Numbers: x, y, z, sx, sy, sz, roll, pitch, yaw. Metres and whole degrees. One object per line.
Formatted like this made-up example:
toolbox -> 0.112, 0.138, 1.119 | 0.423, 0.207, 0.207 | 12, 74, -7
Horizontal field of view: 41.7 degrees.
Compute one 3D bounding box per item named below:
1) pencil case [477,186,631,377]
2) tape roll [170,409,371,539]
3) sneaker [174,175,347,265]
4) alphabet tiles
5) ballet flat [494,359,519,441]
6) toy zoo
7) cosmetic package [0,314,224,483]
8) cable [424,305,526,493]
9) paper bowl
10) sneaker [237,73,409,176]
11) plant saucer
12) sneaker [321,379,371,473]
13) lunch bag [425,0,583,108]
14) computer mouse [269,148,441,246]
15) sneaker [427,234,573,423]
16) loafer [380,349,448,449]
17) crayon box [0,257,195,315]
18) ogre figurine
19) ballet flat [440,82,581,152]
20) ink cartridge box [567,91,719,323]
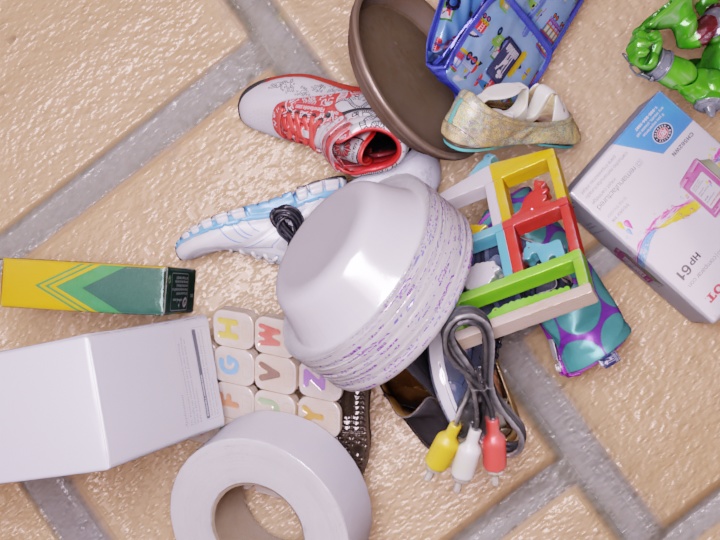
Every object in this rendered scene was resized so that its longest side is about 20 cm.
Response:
pencil case -> 0.196, 0.015, 0.986 | 0.092, 0.085, 0.201 | -34, 86, -13
tape roll -> -0.090, 0.249, 0.963 | 0.201, 0.071, 0.204 | 6, 107, 19
sneaker -> -0.099, -0.033, 1.010 | 0.198, 0.075, 0.087 | -17, 93, 2
alphabet tiles -> -0.109, 0.140, 0.987 | 0.194, 0.015, 0.202 | 9, 108, 22
ballet flat -> 0.119, 0.092, 0.998 | 0.068, 0.063, 0.201 | -27, 87, 3
toy zoo -> 0.136, -0.035, 0.883 | 0.130, 0.020, 0.201 | -21, 50, 21
cosmetic package -> -0.273, 0.125, 0.923 | 0.198, 0.200, 0.124 | -11, 87, 23
cable -> 0.111, 0.122, 0.851 | 0.096, 0.051, 0.201 | 2, 129, 0
paper bowl -> 0.000, 0.000, 0.866 | 0.104, 0.201, 0.201 | 37, 91, -25
sneaker -> -0.041, -0.150, 0.981 | 0.199, 0.108, 0.068 | 6, 124, 7
plant saucer -> 0.056, -0.200, 0.965 | 0.029, 0.199, 0.201 | -26, 87, 39
sneaker -> -0.017, 0.147, 1.007 | 0.070, 0.076, 0.202 | 11, 111, -1
lunch bag -> 0.136, -0.249, 0.954 | 0.094, 0.150, 0.201 | 25, 91, 34
computer mouse -> 0.010, -0.068, 0.985 | 0.199, 0.044, 0.110 | -36, 110, -16
sneaker -> 0.139, 0.060, 0.917 | 0.145, 0.077, 0.204 | -12, 85, 22
loafer -> 0.050, 0.123, 0.958 | 0.072, 0.073, 0.201 | -10, 125, 29
crayon box -> -0.285, 0.016, 0.989 | 0.198, 0.126, 0.052 | 4, 89, 3
ogre figurine -> 0.358, -0.238, 0.972 | 0.120, 0.200, 0.098 | 50, 133, -7
ballet flat -> 0.163, -0.156, 0.949 | 0.199, 0.070, 0.071 | -8, 87, -39
ink cartridge box -> 0.329, -0.062, 0.982 | 0.200, 0.085, 0.145 | 42, 90, 2
